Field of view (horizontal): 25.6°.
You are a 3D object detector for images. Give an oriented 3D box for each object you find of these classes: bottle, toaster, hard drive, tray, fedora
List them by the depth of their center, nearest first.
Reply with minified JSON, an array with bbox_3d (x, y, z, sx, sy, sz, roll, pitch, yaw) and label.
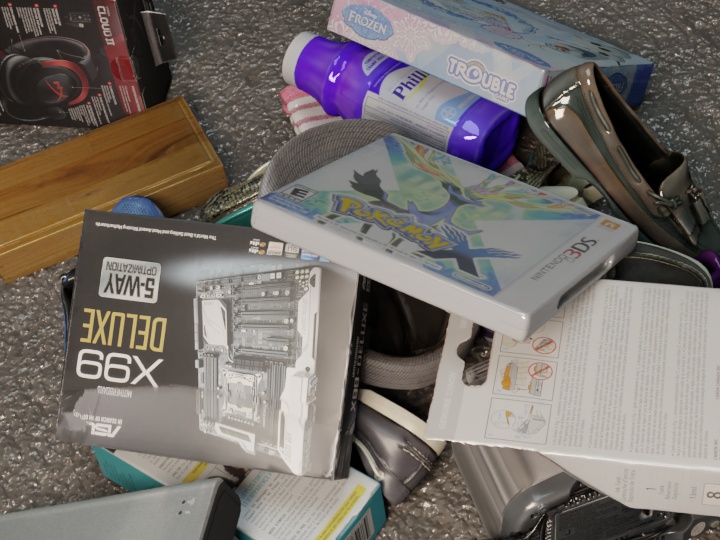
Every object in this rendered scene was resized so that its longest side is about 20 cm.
[{"bbox_3d":[-0.178,0.211,1.015,0.198,0.033,0.140,-14,44,30],"label":"hard drive"},{"bbox_3d":[0.141,0.120,1.047,0.198,0.114,0.130,-18,45,-10],"label":"toaster"},{"bbox_3d":[0.000,0.000,1.157,0.176,0.090,0.201,-25,79,-30],"label":"fedora"},{"bbox_3d":[0.029,-0.138,1.279,0.199,0.066,0.083,27,43,25],"label":"bottle"},{"bbox_3d":[-0.219,-0.070,1.313,0.198,0.037,0.099,-23,50,-13],"label":"tray"}]

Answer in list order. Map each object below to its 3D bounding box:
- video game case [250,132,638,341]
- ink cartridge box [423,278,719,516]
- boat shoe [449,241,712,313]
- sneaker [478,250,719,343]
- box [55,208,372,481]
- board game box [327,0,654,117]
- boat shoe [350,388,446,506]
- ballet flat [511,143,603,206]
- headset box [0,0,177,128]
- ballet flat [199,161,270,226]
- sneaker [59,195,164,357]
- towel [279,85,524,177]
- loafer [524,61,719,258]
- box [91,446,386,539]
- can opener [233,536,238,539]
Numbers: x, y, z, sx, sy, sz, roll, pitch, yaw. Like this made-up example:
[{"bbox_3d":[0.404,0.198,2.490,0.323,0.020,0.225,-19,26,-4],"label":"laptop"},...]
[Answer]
[{"bbox_3d":[0.059,-0.029,1.035,0.199,0.022,0.182,23,29,24],"label":"video game case"},{"bbox_3d":[0.149,0.072,0.985,0.198,0.050,0.162,3,41,12],"label":"ink cartridge box"},{"bbox_3d":[0.144,0.014,1.083,0.198,0.073,0.068,6,11,1],"label":"boat shoe"},{"bbox_3d":[0.172,0.009,1.154,0.198,0.088,0.075,0,49,8],"label":"sneaker"},{"bbox_3d":[-0.097,0.049,1.063,0.198,0.050,0.160,7,86,13],"label":"box"},{"bbox_3d":[0.109,-0.183,1.293,0.199,0.044,0.198,28,22,29],"label":"board game box"},{"bbox_3d":[-0.037,0.100,1.116,0.199,0.073,0.063,25,78,24],"label":"boat shoe"},{"bbox_3d":[0.145,-0.052,1.187,0.075,0.068,0.200,-7,22,26],"label":"ballet flat"},{"bbox_3d":[-0.256,-0.199,1.355,0.198,0.149,0.076,3,49,12],"label":"headset box"},{"bbox_3d":[-0.037,-0.071,1.244,0.198,0.068,0.076,-19,38,11],"label":"ballet flat"},{"bbox_3d":[-0.180,0.015,1.197,0.078,0.090,0.201,-1,49,5],"label":"sneaker"},{"bbox_3d":[0.033,-0.111,1.318,0.145,0.030,0.201,-23,50,-11],"label":"towel"},{"bbox_3d":[0.208,-0.072,1.159,0.063,0.200,0.072,-38,23,34],"label":"loafer"},{"bbox_3d":[-0.086,0.145,1.097,0.199,0.049,0.082,26,57,27],"label":"box"},{"bbox_3d":[-0.051,0.228,1.024,0.198,0.079,0.063,17,14,17],"label":"can opener"}]
